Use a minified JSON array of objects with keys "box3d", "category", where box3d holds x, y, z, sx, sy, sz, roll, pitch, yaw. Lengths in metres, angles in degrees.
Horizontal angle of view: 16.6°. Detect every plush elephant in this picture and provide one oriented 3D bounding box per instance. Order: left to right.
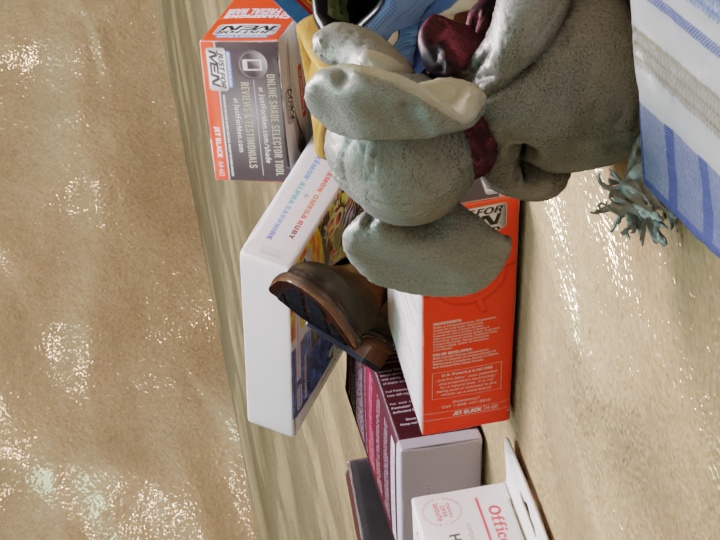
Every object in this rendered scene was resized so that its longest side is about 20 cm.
[{"box3d":[0.046,-0.077,1.120,0.165,0.154,0.200,90,168,-49],"category":"plush elephant"}]

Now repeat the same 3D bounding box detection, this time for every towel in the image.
[{"box3d":[0.134,-0.102,0.955,0.147,0.024,0.201,-122,22,-65],"category":"towel"}]

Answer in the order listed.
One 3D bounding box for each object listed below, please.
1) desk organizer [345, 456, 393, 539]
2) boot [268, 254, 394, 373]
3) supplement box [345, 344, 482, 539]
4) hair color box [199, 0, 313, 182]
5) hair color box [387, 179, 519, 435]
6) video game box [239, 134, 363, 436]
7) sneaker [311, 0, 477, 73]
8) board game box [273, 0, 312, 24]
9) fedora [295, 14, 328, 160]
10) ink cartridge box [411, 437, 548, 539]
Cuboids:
[{"box3d":[0.040,0.237,1.834,0.077,0.071,0.201,116,144,-80],"category":"desk organizer"},{"box3d":[0.000,0.000,1.614,0.075,0.097,0.200,33,176,14],"category":"boot"},{"box3d":[0.035,0.100,1.741,0.200,0.061,0.109,-110,15,-51],"category":"supplement box"},{"box3d":[-0.057,-0.155,1.817,0.200,0.064,0.111,-62,-29,-61],"category":"hair color box"},{"box3d":[0.054,-0.004,1.488,0.200,0.061,0.102,88,169,-48],"category":"hair color box"},{"box3d":[-0.029,-0.007,1.801,0.200,0.047,0.182,90,-159,-51],"category":"video game box"},{"box3d":[0.008,-0.159,1.455,0.200,0.089,0.079,118,144,-63],"category":"sneaker"},{"box3d":[-0.069,-0.283,1.722,0.196,0.056,0.200,40,-153,-47],"category":"board game box"},{"box3d":[0.003,-0.125,1.625,0.201,0.082,0.201,170,90,-82],"category":"fedora"},{"box3d":[0.076,0.217,1.556,0.115,0.068,0.200,-109,13,-50],"category":"ink cartridge box"}]
